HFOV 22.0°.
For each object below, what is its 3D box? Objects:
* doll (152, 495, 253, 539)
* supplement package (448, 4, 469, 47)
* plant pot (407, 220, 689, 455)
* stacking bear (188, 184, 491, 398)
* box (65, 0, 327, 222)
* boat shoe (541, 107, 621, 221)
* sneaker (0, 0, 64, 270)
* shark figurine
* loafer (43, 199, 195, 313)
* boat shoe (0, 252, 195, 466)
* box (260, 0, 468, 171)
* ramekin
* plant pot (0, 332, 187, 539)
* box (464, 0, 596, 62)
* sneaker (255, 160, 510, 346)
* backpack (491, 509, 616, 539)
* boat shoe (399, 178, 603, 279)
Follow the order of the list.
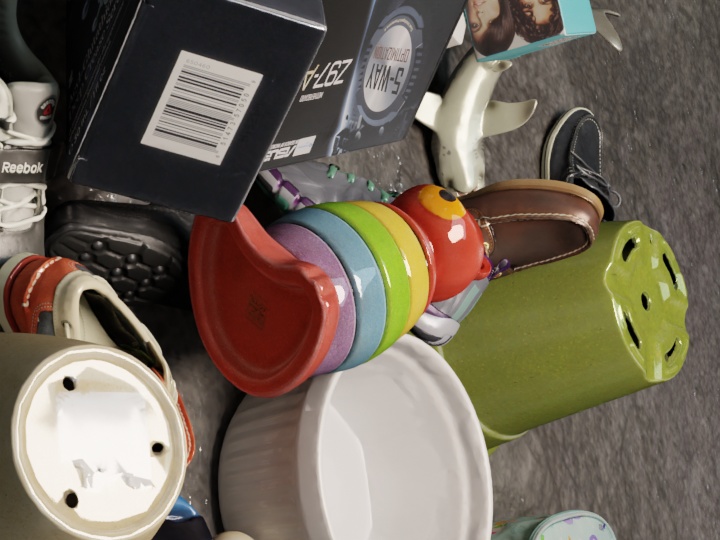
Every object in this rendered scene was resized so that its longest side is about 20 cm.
[{"bbox_3d":[-0.135,0.191,1.114,0.200,0.048,0.137,-4,84,-51],"label":"doll"},{"bbox_3d":[-0.008,-0.273,1.380,0.200,0.111,0.156,45,46,-37],"label":"supplement package"},{"bbox_3d":[0.143,0.040,1.423,0.200,0.190,0.201,20,65,-49],"label":"plant pot"},{"bbox_3d":[0.000,0.000,1.181,0.200,0.121,0.114,-21,139,-42],"label":"stacking bear"},{"bbox_3d":[-0.104,-0.155,1.101,0.107,0.149,0.200,15,37,-20],"label":"box"},{"bbox_3d":[0.195,-0.063,1.636,0.075,0.062,0.200,44,45,-35],"label":"boat shoe"},{"bbox_3d":[-0.209,-0.073,1.065,0.074,0.088,0.201,-22,98,-56],"label":"sneaker"},{"bbox_3d":[0.110,-0.160,1.519,0.128,0.215,0.090,39,2,-4],"label":"shark figurine"},{"bbox_3d":[-0.125,-0.015,1.186,0.200,0.068,0.071,16,47,-47],"label":"loafer"},{"bbox_3d":[-0.144,0.064,1.101,0.071,0.062,0.200,-59,141,-28],"label":"boat shoe"},{"bbox_3d":[-0.008,-0.154,1.252,0.200,0.043,0.161,-17,138,-55],"label":"box"},{"bbox_3d":[-0.007,0.148,1.256,0.200,0.105,0.201,22,61,-49],"label":"ramekin"},{"bbox_3d":[-0.177,0.104,0.918,0.187,0.200,0.188,15,64,-34],"label":"plant pot"},{"bbox_3d":[0.107,-0.261,1.370,0.049,0.082,0.201,-14,91,-54],"label":"box"},{"bbox_3d":[0.009,-0.041,1.297,0.200,0.088,0.074,43,-1,0],"label":"sneaker"},{"bbox_3d":[0.153,0.283,1.406,0.177,0.150,0.201,-2,77,-53],"label":"backpack"},{"bbox_3d":[0.077,-0.018,1.343,0.070,0.199,0.070,61,33,-39],"label":"boat shoe"}]
